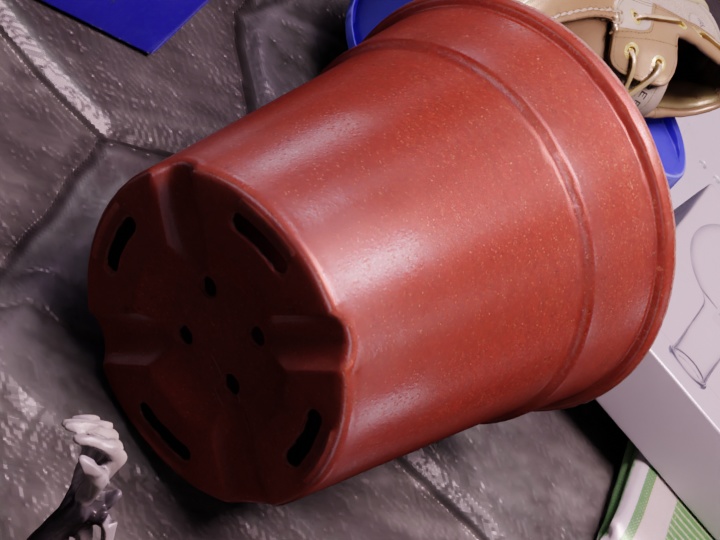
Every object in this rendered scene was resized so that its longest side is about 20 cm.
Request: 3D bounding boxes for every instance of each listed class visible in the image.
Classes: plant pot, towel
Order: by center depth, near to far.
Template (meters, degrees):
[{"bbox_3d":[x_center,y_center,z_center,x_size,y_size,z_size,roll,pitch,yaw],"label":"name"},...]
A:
[{"bbox_3d":[0.000,0.000,1.096,0.195,0.201,0.201,-26,78,-44],"label":"plant pot"},{"bbox_3d":[0.208,0.158,1.302,0.200,0.023,0.153,43,37,-12],"label":"towel"}]

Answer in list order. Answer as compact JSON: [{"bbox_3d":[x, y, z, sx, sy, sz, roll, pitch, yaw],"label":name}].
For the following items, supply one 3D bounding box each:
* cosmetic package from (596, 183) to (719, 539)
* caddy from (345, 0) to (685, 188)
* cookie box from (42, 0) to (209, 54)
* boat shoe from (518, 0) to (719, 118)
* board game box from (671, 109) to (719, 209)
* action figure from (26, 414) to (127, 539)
[{"bbox_3d":[0.206,0.071,1.311,0.200,0.052,0.151,49,40,-4],"label":"cosmetic package"},{"bbox_3d":[0.073,-0.083,1.301,0.141,0.105,0.201,1,56,-49],"label":"caddy"},{"bbox_3d":[-0.128,-0.206,1.146,0.199,0.171,0.076,26,45,-30],"label":"cookie box"},{"bbox_3d":[0.123,-0.104,1.214,0.199,0.074,0.067,-10,58,-52],"label":"boat shoe"},{"bbox_3d":[0.157,-0.090,1.461,0.199,0.026,0.201,12,51,-39],"label":"board game box"},{"bbox_3d":[-0.133,0.111,0.921,0.200,0.102,0.119,35,27,-16],"label":"action figure"}]
